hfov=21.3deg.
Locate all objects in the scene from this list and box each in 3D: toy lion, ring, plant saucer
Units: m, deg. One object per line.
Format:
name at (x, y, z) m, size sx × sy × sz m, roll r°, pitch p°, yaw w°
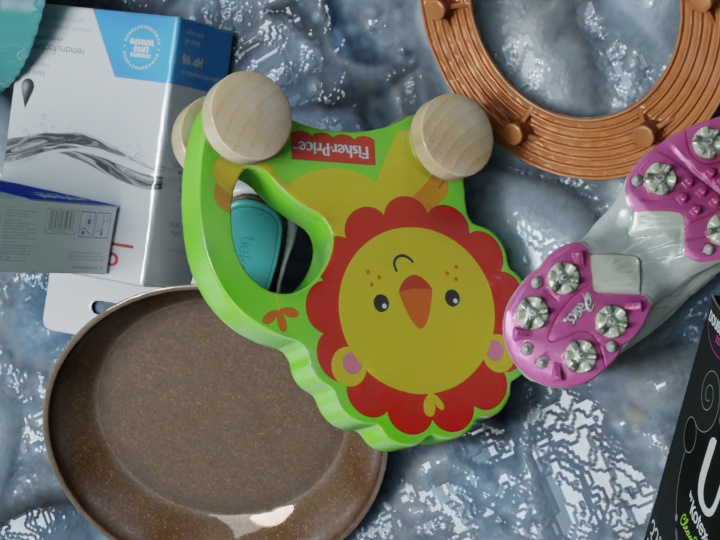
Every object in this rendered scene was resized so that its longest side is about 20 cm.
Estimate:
toy lion at (0.000, 0.000, 1.038) m, size 0.069 × 0.198 × 0.194 m, roll -23°, pitch 66°, yaw 61°
ring at (0.111, -0.144, 1.032) m, size 0.199 × 0.019 × 0.202 m, roll 15°, pitch 117°, yaw 31°
plant saucer at (-0.082, 0.087, 1.103) m, size 0.198 × 0.037 × 0.202 m, roll 2°, pitch 120°, yaw 3°

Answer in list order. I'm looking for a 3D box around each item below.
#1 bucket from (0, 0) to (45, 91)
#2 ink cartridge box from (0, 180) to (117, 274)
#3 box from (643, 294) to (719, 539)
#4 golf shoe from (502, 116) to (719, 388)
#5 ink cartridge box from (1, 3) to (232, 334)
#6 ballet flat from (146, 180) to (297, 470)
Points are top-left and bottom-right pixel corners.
bucket at (-0.275, -0.199, 1.153) m, size 0.207 × 0.134 × 0.209 m, roll -16°, pitch 72°, yaw 60°
ink cartridge box at (-0.228, -0.028, 1.054) m, size 0.093 × 0.200 × 0.045 m, roll 12°, pitch 94°, yaw 25°
box at (0.223, 0.125, 0.851) m, size 0.123 × 0.200 × 0.150 m, roll 5°, pitch 116°, yaw -11°
golf shoe at (0.155, -0.012, 1.022) m, size 0.199 × 0.092 × 0.076 m, roll -37°, pitch 80°, yaw -5°
ink cartridge box at (-0.154, -0.055, 1.168) m, size 0.115 × 0.067 × 0.202 m, roll 8°, pitch 92°, yaw 25°
ballet flat at (-0.079, 0.026, 1.127) m, size 0.069 × 0.069 × 0.201 m, roll 32°, pitch 122°, yaw 23°
